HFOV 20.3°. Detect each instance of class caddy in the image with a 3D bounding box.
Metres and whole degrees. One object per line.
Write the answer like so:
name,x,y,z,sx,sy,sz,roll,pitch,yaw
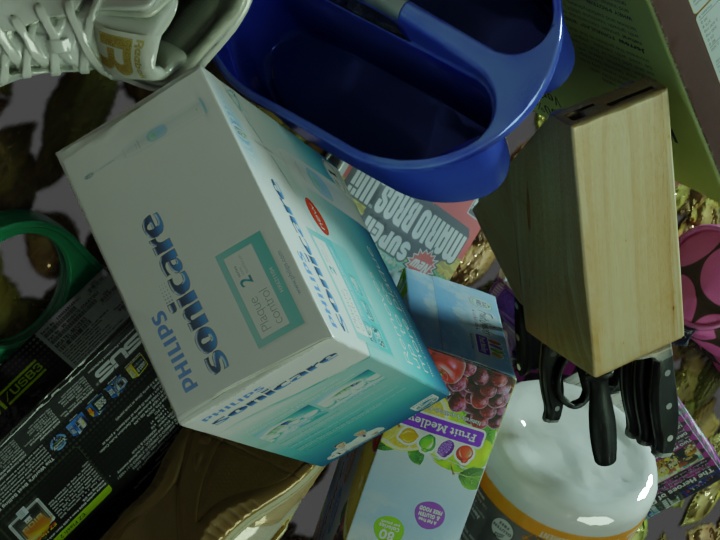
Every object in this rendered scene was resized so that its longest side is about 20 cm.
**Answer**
caddy,0.013,-0.124,1.018,0.142,0.199,0.105,-58,156,-6

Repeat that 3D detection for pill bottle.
pill bottle,0.094,0.172,1.232,0.116,0.116,0.201,-17,143,-38

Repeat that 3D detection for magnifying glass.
magnifying glass,-0.142,0.017,1.067,0.199,0.022,0.080,14,103,-46

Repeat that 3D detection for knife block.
knife block,0.138,0.014,1.095,0.064,0.176,0.200,-23,168,-22

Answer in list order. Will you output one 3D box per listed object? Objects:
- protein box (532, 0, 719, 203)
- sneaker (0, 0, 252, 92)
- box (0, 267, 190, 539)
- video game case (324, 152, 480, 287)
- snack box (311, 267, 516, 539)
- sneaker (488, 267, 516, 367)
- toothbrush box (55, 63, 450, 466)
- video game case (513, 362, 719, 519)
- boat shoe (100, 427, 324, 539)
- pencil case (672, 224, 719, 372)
protein box,0.147,-0.177,1.110,0.135,0.198,0.200,-47,138,-13
sneaker,-0.143,-0.113,0.919,0.199,0.115,0.074,-34,134,-26
box,-0.155,0.126,1.080,0.200,0.047,0.193,-45,143,-13
video game case,0.000,0.000,1.200,0.143,0.017,0.201,33,88,-50
snack box,0.024,0.118,1.157,0.067,0.169,0.201,19,104,-4
sneaker,0.121,0.084,1.330,0.083,0.081,0.201,-31,129,-11
toothbrush box,-0.047,0.005,0.977,0.085,0.147,0.200,-30,161,11
video game case,0.119,0.128,1.309,0.199,0.036,0.181,-30,137,11
boat shoe,-0.076,0.129,1.081,0.200,0.074,0.069,-45,156,-19
pencil case,0.286,0.048,1.460,0.091,0.093,0.200,-57,140,-3
